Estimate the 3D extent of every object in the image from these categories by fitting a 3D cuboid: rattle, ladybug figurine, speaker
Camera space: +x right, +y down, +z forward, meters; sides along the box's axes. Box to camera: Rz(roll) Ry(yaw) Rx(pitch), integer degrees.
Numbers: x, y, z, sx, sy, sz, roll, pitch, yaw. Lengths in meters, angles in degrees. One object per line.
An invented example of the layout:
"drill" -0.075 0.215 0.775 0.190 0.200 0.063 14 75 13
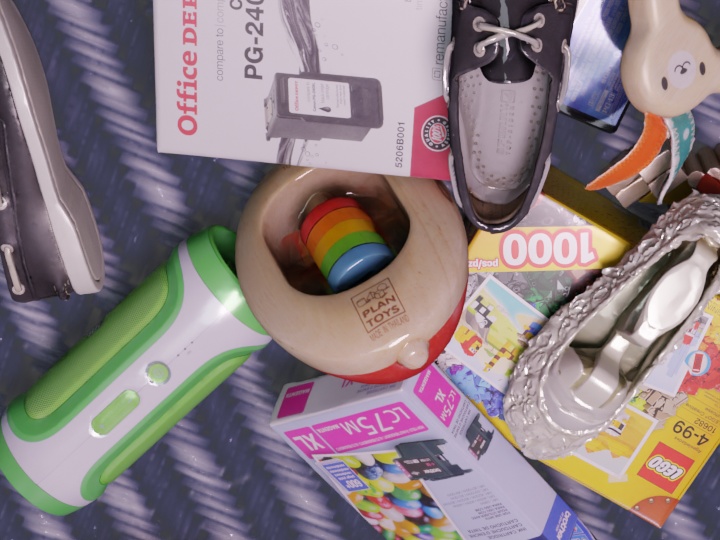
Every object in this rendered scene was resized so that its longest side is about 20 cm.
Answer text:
"rattle" 0.214 -0.126 1.084 0.130 0.142 0.201 38 75 -46
"ladybug figurine" 0.000 0.000 1.146 0.135 0.201 0.072 -28 131 2
"speaker" -0.138 0.063 1.220 0.200 0.089 0.088 -42 103 15

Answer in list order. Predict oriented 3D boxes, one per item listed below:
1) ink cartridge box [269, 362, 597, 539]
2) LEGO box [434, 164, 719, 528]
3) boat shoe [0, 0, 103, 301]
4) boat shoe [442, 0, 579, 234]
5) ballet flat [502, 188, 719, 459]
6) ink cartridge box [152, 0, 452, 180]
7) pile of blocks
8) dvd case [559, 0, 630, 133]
"ink cartridge box" 0.049 0.135 1.217 0.119 0.042 0.200 -17 128 42
"LEGO box" 0.137 0.040 1.206 0.199 0.077 0.150 29 108 -8
"boat shoe" -0.211 -0.073 1.178 0.060 0.074 0.202 -13 116 5
"boat shoe" 0.077 -0.113 1.038 0.073 0.061 0.201 7 125 1
"ballet flat" 0.150 0.037 1.129 0.071 0.072 0.201 34 108 -10
"ink cartridge box" -0.019 -0.138 1.124 0.198 0.084 0.146 5 123 4
"pile of blocks" 0.246 -0.040 1.181 0.198 0.062 0.083 -1 110 3
"dvd case" 0.091 -0.182 1.159 0.198 0.018 0.144 22 110 -6
